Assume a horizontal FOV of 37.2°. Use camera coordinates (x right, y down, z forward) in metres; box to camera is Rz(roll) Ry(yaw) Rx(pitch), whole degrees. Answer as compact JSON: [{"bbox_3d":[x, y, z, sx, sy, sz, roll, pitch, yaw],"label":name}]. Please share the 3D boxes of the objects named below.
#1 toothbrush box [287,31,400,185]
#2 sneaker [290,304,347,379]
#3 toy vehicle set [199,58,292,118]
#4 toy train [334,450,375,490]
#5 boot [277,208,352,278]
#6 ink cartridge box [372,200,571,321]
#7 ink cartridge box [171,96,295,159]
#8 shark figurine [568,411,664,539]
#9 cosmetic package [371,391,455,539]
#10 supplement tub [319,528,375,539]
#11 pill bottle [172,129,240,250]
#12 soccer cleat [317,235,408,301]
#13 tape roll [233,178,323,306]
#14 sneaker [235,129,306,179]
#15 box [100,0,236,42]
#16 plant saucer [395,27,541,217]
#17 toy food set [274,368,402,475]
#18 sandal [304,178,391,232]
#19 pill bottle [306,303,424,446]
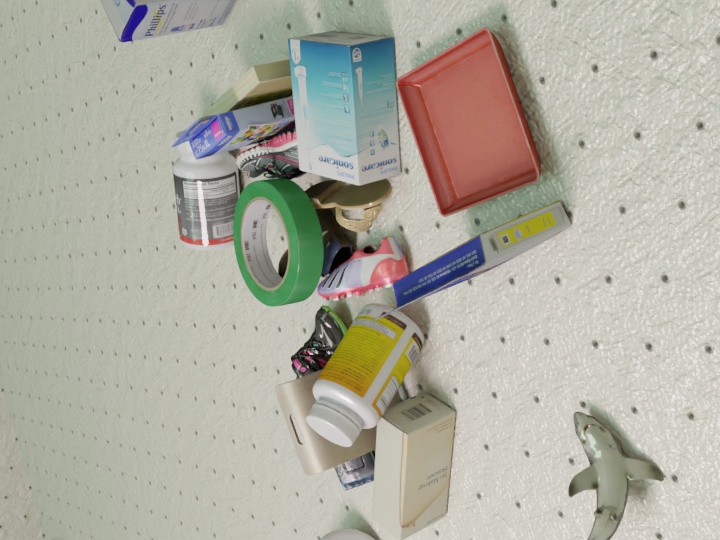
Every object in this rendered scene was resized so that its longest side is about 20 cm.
[{"bbox_3d":[-0.023,-0.236,1.542,0.146,0.085,0.200,18,119,48],"label":"toothbrush box"},{"bbox_3d":[-0.070,0.146,1.782,0.077,0.084,0.200,42,136,35],"label":"sneaker"},{"bbox_3d":[-0.155,-0.276,1.669,0.200,0.124,0.027,-27,83,54],"label":"toy vehicle set"},{"bbox_3d":[-0.019,0.252,1.725,0.114,0.087,0.200,-28,-82,-81],"label":"toy train"},{"bbox_3d":[-0.074,-0.005,1.728,0.097,0.075,0.200,49,138,33],"label":"boot"},{"bbox_3d":[0.130,-0.011,1.337,0.198,0.200,0.047,-30,81,54],"label":"ink cartridge box"},{"bbox_3d":[-0.183,-0.221,1.666,0.119,0.200,0.042,-25,84,55],"label":"ink cartridge box"},{"bbox_3d":[0.299,0.300,1.341,0.128,0.215,0.090,17,164,18],"label":"shark figurine"},{"bbox_3d":[0.080,0.298,1.633,0.073,0.103,0.200,29,129,43],"label":"cosmetic package"},{"bbox_3d":[-0.042,0.560,1.880,0.144,0.144,0.200,52,141,25],"label":"supplement tub"},{"bbox_3d":[-0.271,-0.146,1.895,0.116,0.116,0.200,23,122,47],"label":"pill bottle"},{"bbox_3d":[0.000,0.000,1.642,0.200,0.067,0.077,-15,85,53],"label":"soccer cleat"},{"bbox_3d":[-0.132,-0.044,1.691,0.200,0.048,0.201,17,111,52],"label":"tape roll"},{"bbox_3d":[-0.133,-0.176,1.725,0.200,0.081,0.075,-11,98,54],"label":"sneaker"},{"bbox_3d":[-0.327,-0.488,1.739,0.105,0.200,0.184,-42,71,54],"label":"box"},{"bbox_3d":[0.144,-0.188,1.381,0.200,0.037,0.200,-20,89,54],"label":"plant saucer"},{"bbox_3d":[-0.023,0.213,1.646,0.060,0.200,0.144,-22,87,58],"label":"toy food set"},{"bbox_3d":[-0.007,-0.093,1.616,0.212,0.078,0.070,9,133,54],"label":"sandal"},{"bbox_3d":[0.003,0.155,1.572,0.109,0.200,0.109,27,156,13],"label":"pill bottle"}]
